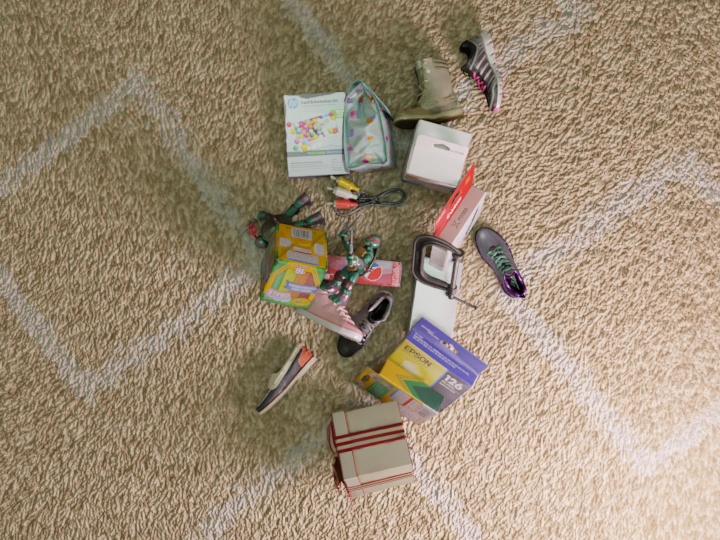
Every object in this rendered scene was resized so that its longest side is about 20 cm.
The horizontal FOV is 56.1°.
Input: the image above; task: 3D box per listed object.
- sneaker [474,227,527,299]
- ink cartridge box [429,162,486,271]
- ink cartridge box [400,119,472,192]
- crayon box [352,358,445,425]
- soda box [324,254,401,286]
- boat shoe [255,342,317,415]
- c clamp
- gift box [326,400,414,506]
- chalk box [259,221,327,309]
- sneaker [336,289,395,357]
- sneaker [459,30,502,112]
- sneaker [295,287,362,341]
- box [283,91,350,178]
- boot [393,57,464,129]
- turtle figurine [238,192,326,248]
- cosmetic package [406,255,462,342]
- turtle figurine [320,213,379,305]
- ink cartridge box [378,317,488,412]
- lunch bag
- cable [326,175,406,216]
[{"bbox_3d":[0.351,-0.020,1.651,0.074,0.088,0.200,-33,92,1],"label":"sneaker"},{"bbox_3d":[0.229,-0.122,1.570,0.045,0.176,0.200,27,64,16],"label":"ink cartridge box"},{"bbox_3d":[0.174,-0.265,1.587,0.128,0.200,0.126,14,92,0],"label":"ink cartridge box"},{"bbox_3d":[0.091,0.288,1.641,0.200,0.126,0.052,33,59,-1],"label":"crayon box"},{"bbox_3d":[0.000,0.000,1.661,0.199,0.070,0.064,6,90,1],"label":"soda box"},{"bbox_3d":[-0.194,0.270,1.671,0.063,0.071,0.200,42,90,5],"label":"boat shoe"},{"bbox_3d":[0.194,-0.003,1.547,0.170,0.200,0.027,18,54,22],"label":"c clamp"},{"bbox_3d":[0.022,0.440,1.608,0.186,0.200,0.185,-12,52,-2],"label":"gift box"},{"bbox_3d":[-0.166,0.005,1.600,0.124,0.124,0.200,10,137,-17],"label":"chalk box"},{"bbox_3d":[0.009,0.131,1.642,0.075,0.115,0.200,37,91,-1],"label":"sneaker"},{"bbox_3d":[0.290,-0.478,1.645,0.087,0.074,0.201,-12,87,0],"label":"sneaker"},{"bbox_3d":[-0.062,0.092,1.631,0.200,0.075,0.105,24,82,35],"label":"sneaker"},{"bbox_3d":[-0.106,-0.332,1.666,0.155,0.041,0.201,-3,91,0],"label":"box"},{"bbox_3d":[0.147,-0.426,1.622,0.199,0.072,0.155,-16,90,-29],"label":"boot"},{"bbox_3d":[-0.192,-0.098,1.649,0.200,0.101,0.150,-34,92,-5],"label":"turtle figurine"},{"bbox_3d":[0.180,0.070,1.659,0.112,0.081,0.201,10,93,0],"label":"cosmetic package"},{"bbox_3d":[-0.015,-0.024,1.559,0.100,0.150,0.201,28,99,-16],"label":"turtle figurine"},{"bbox_3d":[0.171,0.233,1.625,0.197,0.047,0.200,36,136,0],"label":"ink cartridge box"},{"bbox_3d":[0.019,-0.338,1.598,0.121,0.170,0.201,-6,92,10],"label":"lunch bag"},{"bbox_3d":[0.013,-0.171,1.665,0.199,0.050,0.098,9,95,1],"label":"cable"}]
